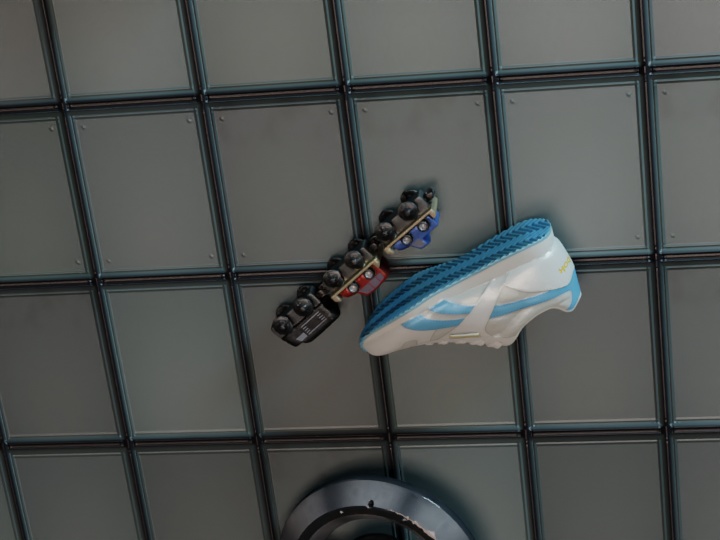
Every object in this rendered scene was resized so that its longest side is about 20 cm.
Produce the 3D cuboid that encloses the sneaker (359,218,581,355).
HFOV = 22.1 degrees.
[{"bbox_3d":[0.090,0.034,1.570,0.200,0.077,0.081,-25,110,22],"label":"sneaker"}]

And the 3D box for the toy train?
[{"bbox_3d":[0.000,0.000,1.593,0.046,0.034,0.200,41,115,-13],"label":"toy train"}]

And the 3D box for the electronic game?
[{"bbox_3d":[0.020,0.280,1.706,0.199,0.042,0.201,7,115,16],"label":"electronic game"}]
